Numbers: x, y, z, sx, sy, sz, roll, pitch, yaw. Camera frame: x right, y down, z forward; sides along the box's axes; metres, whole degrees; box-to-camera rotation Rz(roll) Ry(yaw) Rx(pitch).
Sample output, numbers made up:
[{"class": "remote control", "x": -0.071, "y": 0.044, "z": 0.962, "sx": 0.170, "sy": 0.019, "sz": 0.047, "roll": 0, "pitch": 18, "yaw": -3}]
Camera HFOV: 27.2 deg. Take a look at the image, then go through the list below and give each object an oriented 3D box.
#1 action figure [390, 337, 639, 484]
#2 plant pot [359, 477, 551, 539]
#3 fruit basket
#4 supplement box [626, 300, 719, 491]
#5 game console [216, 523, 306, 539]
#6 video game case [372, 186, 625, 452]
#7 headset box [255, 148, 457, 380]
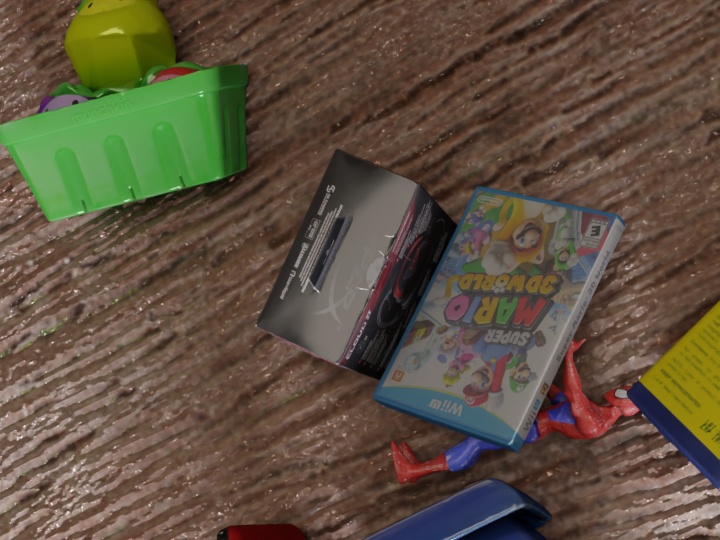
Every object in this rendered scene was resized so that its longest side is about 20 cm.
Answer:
[{"class": "action figure", "x": 0.120, "y": 0.102, "z": 1.184, "sx": 0.199, "sy": 0.065, "sz": 0.099, "roll": -13, "pitch": 83, "yaw": 12}, {"class": "plant pot", "x": 0.084, "y": 0.267, "z": 1.104, "sx": 0.200, "sy": 0.200, "sz": 0.180, "roll": -27, "pitch": 71, "yaw": 7}, {"class": "fruit basket", "x": -0.202, "y": -0.160, "z": 1.268, "sx": 0.215, "sy": 0.156, "sz": 0.216, "roll": 1, "pitch": 99, "yaw": 9}, {"class": "supplement box", "x": 0.318, "y": 0.074, "z": 1.105, "sx": 0.200, "sy": 0.110, "sz": 0.109, "roll": -44, "pitch": 52, "yaw": 4}, {"class": "game console", "x": -0.086, "y": 0.294, "z": 1.132, "sx": 0.118, "sy": 0.200, "sz": 0.173, "roll": -27, "pitch": 77, "yaw": 6}, {"class": "video game case", "x": 0.107, "y": 0.033, "z": 1.173, "sx": 0.143, "sy": 0.018, "sz": 0.200, "roll": 15, "pitch": 72, "yaw": 41}, {"class": "headset box", "x": 0.000, "y": 0.000, "z": 1.158, "sx": 0.075, "sy": 0.200, "sz": 0.149, "roll": 24, "pitch": 88, "yaw": 15}]
